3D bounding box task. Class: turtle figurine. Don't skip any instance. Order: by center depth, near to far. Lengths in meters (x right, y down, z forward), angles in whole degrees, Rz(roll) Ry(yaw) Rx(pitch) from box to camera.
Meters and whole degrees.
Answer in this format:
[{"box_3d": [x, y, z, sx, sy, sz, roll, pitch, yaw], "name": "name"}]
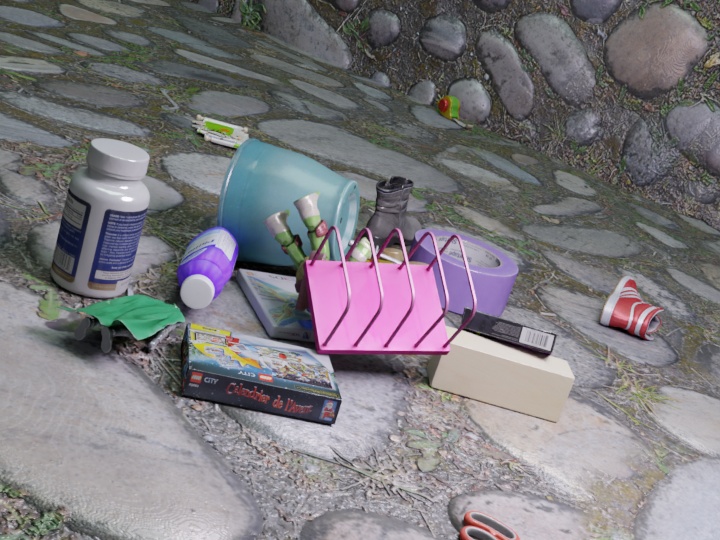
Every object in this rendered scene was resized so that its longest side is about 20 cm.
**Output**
[{"box_3d": [-0.046, -0.015, 1.641, 0.199, 0.195, 0.144, -27, 0, -24], "name": "turtle figurine"}]

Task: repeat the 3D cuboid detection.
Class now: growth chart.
[{"box_3d": [-0.312, -0.312, 2.510, 0.143, 0.018, 0.200, 12, 19, -17], "name": "growth chart"}]

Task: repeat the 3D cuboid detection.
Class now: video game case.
[{"box_3d": [-0.081, 0.058, 1.689, 0.180, 0.022, 0.200, 9, 21, -26], "name": "video game case"}]

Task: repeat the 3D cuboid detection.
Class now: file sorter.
[{"box_3d": [0.042, 0.024, 1.502, 0.198, 0.126, 0.140, 2, 58, -23], "name": "file sorter"}]

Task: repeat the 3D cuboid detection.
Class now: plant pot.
[{"box_3d": [-0.106, -0.094, 1.769, 0.186, 0.202, 0.200, 13, 17, 14], "name": "plant pot"}]

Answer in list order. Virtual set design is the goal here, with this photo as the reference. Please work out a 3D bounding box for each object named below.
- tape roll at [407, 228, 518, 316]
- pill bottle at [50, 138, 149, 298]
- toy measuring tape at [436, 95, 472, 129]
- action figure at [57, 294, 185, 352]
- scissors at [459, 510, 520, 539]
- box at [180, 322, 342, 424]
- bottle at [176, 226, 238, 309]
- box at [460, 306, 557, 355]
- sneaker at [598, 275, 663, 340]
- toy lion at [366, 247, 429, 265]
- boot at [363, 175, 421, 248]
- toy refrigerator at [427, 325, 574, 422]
[{"box_3d": [0.179, 0.004, 1.988, 0.198, 0.086, 0.200, 16, 19, -6], "name": "tape roll"}, {"box_3d": [-0.354, -0.074, 1.520, 0.110, 0.202, 0.111, 16, 19, -6], "name": "pill bottle"}, {"box_3d": [0.312, -0.527, 3.610, 0.073, 0.074, 0.200, 5, 23, -34], "name": "toy measuring tape"}, {"box_3d": [-0.287, 0.066, 1.425, 0.117, 0.055, 0.200, 23, 12, 19], "name": "action figure"}, {"box_3d": [0.198, 0.324, 1.222, 0.198, 0.014, 0.073, 24, 18, 20], "name": "scissors"}, {"box_3d": [-0.130, 0.131, 1.414, 0.198, 0.038, 0.137, 14, 19, -15], "name": "box"}, {"box_3d": [-0.229, -0.002, 1.623, 0.066, 0.083, 0.200, 56, 11, -17], "name": "bottle"}, {"box_3d": [0.229, 0.101, 1.708, 0.141, 0.037, 0.200, 16, -4, 10], "name": "box"}, {"box_3d": [0.540, 0.074, 2.149, 0.111, 0.072, 0.200, 20, 26, 18], "name": "sneaker"}, {"box_3d": [0.000, 0.000, 1.838, 0.190, 0.070, 0.200, 5, 10, -21], "name": "toy lion"}, {"box_3d": [0.081, -0.120, 2.163, 0.069, 0.133, 0.200, 24, 20, 21], "name": "boot"}, {"box_3d": [0.204, 0.150, 1.618, 0.198, 0.077, 0.070, 15, 19, -7], "name": "toy refrigerator"}]
